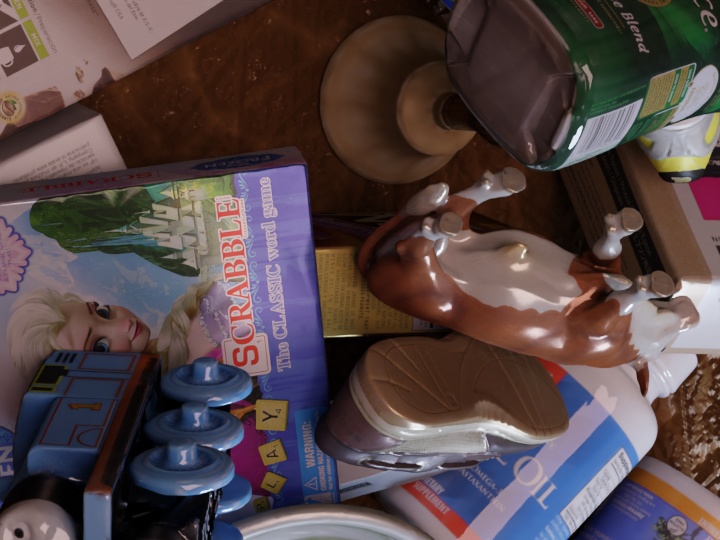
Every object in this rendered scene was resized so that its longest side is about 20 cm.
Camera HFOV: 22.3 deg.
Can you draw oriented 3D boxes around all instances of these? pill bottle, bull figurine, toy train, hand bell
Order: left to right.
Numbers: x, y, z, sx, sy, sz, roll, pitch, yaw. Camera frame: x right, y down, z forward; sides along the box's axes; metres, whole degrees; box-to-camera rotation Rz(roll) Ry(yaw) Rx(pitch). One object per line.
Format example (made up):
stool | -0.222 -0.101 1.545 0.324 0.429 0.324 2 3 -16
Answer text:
toy train | -0.111 0.099 0.851 0.114 0.200 0.087 1 107 1
hand bell | 0.060 -0.088 1.032 0.104 0.200 0.104 -4 102 -22
pill bottle | 0.113 0.102 1.136 0.200 0.112 0.112 -46 112 -10
bull figurine | 0.100 0.008 0.982 0.200 0.121 0.065 12 58 -11
pill bottle | 0.167 0.230 1.181 0.112 0.112 0.200 41 82 -23

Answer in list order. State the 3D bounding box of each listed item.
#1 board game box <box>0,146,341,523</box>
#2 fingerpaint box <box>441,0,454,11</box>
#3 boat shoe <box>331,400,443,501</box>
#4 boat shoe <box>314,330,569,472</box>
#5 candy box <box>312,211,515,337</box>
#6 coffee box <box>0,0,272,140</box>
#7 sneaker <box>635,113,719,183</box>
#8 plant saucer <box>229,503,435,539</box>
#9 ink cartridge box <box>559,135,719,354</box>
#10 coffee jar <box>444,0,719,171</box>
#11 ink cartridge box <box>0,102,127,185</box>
board game box | -0.118 0.047 0.957 0.199 0.041 0.200 -9 107 -8
fingerpaint box | 0.061 -0.247 1.017 0.200 0.167 0.073 43 55 -23
boat shoe | -0.043 0.096 1.081 0.202 0.075 0.086 -16 72 13
boat shoe | 0.046 0.076 1.007 0.200 0.065 0.072 3 56 -57
candy box | 0.000 0.000 1.069 0.200 0.117 0.057 0 101 -23
coffee box | -0.146 -0.147 0.985 0.200 0.113 0.080 -30 109 -14
sneaker | 0.176 -0.128 1.096 0.075 0.200 0.076 -3 127 9
plant saucer | -0.036 0.202 0.999 0.200 0.050 0.200 -6 118 -10
ink cartridge box | 0.241 -0.030 1.135 0.200 0.165 0.075 2 138 -23
coffee jar | 0.148 -0.121 0.936 0.200 0.104 0.085 -17 146 -34
ink cartridge box | -0.175 0.028 1.019 0.146 0.084 0.200 -28 110 -14
